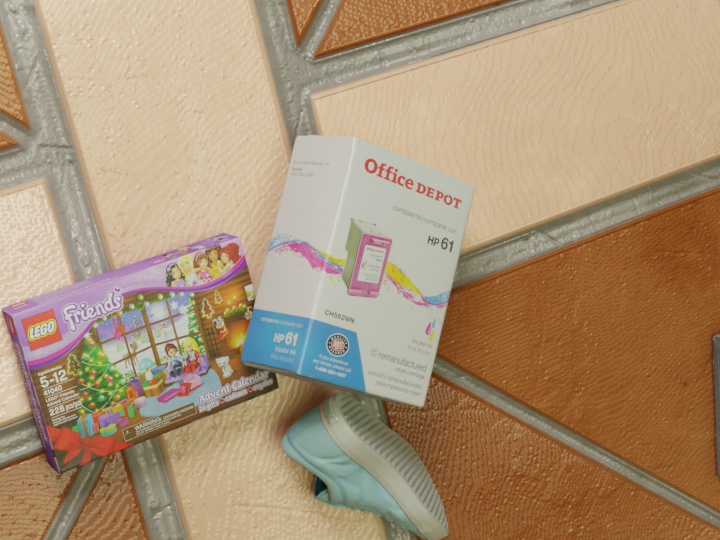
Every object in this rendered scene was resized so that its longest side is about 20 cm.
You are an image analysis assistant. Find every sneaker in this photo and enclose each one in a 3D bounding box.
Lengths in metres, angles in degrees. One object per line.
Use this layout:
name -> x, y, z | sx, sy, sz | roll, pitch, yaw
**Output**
sneaker -> 0.003, 0.184, 1.277 | 0.082, 0.074, 0.200 | -29, 124, 18

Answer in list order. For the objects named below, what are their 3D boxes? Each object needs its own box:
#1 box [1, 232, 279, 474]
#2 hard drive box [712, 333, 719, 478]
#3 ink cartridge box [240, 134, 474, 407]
box -> -0.176, 0.065, 1.171 | 0.200, 0.039, 0.137 | -20, 106, -24
hard drive box -> 0.469, 0.131, 1.496 | 0.200, 0.077, 0.156 | -10, 102, -26
ink cartridge box -> 0.000, 0.000, 1.206 | 0.144, 0.085, 0.200 | 18, 81, -39
